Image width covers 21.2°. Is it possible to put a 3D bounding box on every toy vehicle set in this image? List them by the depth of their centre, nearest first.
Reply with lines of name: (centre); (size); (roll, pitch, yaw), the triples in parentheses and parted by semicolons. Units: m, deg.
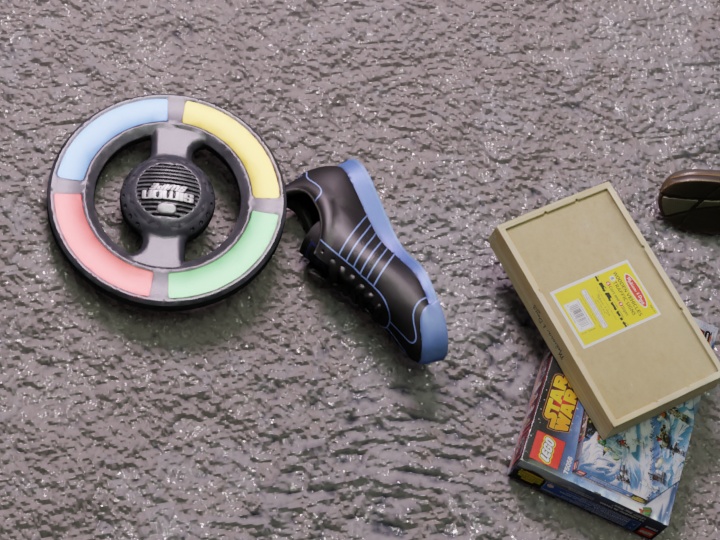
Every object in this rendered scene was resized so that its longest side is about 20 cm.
toy vehicle set: (0.208, 0.031, 1.627); (0.123, 0.027, 0.201); (-20, 70, -25)

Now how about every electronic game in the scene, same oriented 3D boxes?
electronic game: (-0.159, -0.058, 1.585); (0.197, 0.042, 0.202); (4, 62, -7)

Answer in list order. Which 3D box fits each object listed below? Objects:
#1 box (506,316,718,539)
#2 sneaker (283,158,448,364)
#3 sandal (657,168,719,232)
box: (0.215, 0.110, 1.626); (0.136, 0.040, 0.201); (25, 58, -4)
sneaker: (0.000, 0.000, 1.604); (0.077, 0.070, 0.201); (-19, 63, -22)
sandal: (0.365, -0.063, 1.755); (0.198, 0.082, 0.055); (7, 39, -6)
